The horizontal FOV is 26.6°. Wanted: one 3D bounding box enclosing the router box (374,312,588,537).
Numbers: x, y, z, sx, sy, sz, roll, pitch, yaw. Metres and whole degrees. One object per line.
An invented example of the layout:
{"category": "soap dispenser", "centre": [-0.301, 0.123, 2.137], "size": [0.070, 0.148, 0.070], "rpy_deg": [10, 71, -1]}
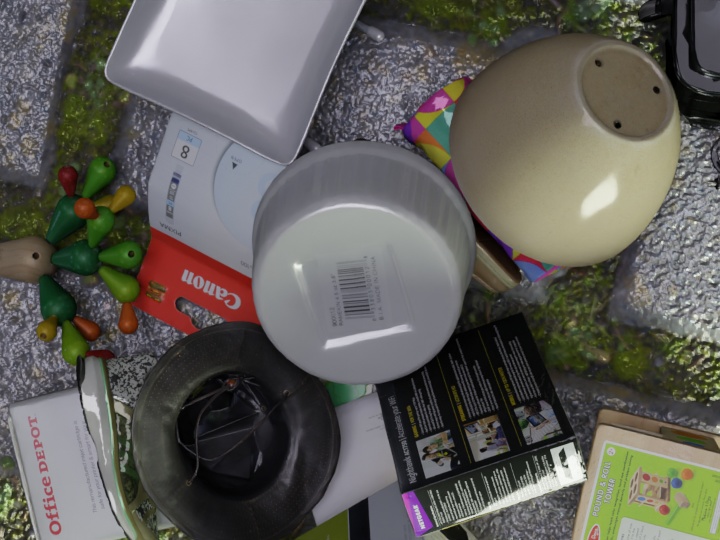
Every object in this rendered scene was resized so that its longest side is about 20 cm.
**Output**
{"category": "router box", "centre": [0.095, 0.124, 1.287], "size": [0.148, 0.200, 0.051], "rpy_deg": [-18, 119, 2]}

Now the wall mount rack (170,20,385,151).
{"category": "wall mount rack", "centre": [-0.076, -0.202, 1.400], "size": [0.173, 0.075, 0.201], "rpy_deg": [31, 97, 6]}

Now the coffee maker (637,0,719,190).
{"category": "coffee maker", "centre": [0.323, -0.178, 1.271], "size": [0.134, 0.200, 0.193], "rpy_deg": [-22, 88, 10]}

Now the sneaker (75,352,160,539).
{"category": "sneaker", "centre": [-0.190, 0.163, 1.351], "size": [0.088, 0.077, 0.202], "rpy_deg": [-16, 93, -9]}

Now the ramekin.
{"category": "ramekin", "centre": [0.000, 0.000, 1.301], "size": [0.198, 0.098, 0.202], "rpy_deg": [2, 117, 3]}

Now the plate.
{"category": "plate", "centre": [-0.105, -0.222, 1.356], "size": [0.198, 0.032, 0.201], "rpy_deg": [26, 96, 10]}

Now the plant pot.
{"category": "plant pot", "centre": [0.192, -0.120, 1.281], "size": [0.199, 0.134, 0.202], "rpy_deg": [8, 67, -19]}

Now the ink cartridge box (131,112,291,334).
{"category": "ink cartridge box", "centre": [-0.132, -0.027, 1.403], "size": [0.159, 0.047, 0.201], "rpy_deg": [26, 103, 19]}

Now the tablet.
{"category": "tablet", "centre": [0.043, 0.163, 1.371], "size": [0.199, 0.014, 0.131], "rpy_deg": [-21, 64, 2]}

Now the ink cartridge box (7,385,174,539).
{"category": "ink cartridge box", "centre": [-0.214, 0.171, 1.428], "size": [0.198, 0.087, 0.147], "rpy_deg": [-14, 89, 7]}

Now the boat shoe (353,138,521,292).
{"category": "boat shoe", "centre": [0.059, -0.039, 1.388], "size": [0.200, 0.073, 0.063], "rpy_deg": [40, 104, 12]}

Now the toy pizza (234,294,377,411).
{"category": "toy pizza", "centre": [-0.028, 0.056, 1.421], "size": [0.198, 0.032, 0.202], "rpy_deg": [0, 92, 9]}

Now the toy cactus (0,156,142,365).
{"category": "toy cactus", "centre": [-0.283, -0.008, 1.431], "size": [0.164, 0.102, 0.202], "rpy_deg": [-1, 87, 25]}

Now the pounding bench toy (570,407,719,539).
{"category": "pounding bench toy", "centre": [0.245, 0.235, 1.318], "size": [0.123, 0.156, 0.202], "rpy_deg": [13, 93, 9]}

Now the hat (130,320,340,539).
{"category": "hat", "centre": [-0.121, 0.144, 1.329], "size": [0.199, 0.081, 0.203], "rpy_deg": [1, 89, -30]}

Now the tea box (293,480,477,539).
{"category": "tea box", "centre": [0.027, 0.318, 1.312], "size": [0.196, 0.134, 0.200], "rpy_deg": [-32, 120, 18]}

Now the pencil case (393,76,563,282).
{"category": "pencil case", "centre": [0.123, -0.083, 1.366], "size": [0.088, 0.088, 0.200], "rpy_deg": [-42, 84, 8]}
